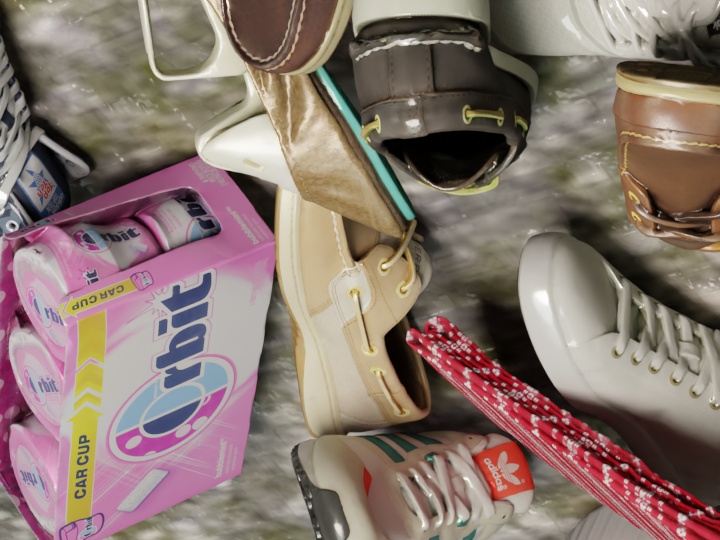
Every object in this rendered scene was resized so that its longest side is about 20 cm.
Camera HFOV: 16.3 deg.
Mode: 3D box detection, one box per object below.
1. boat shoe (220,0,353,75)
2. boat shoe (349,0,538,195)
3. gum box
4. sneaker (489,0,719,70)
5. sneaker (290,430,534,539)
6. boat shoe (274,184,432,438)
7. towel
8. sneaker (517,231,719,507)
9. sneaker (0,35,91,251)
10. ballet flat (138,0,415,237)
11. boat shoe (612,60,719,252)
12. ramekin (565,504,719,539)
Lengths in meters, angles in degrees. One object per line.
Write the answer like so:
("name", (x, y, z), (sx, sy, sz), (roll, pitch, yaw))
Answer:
("boat shoe", (-0.042, -0.166, 0.952), (0.072, 0.072, 0.201), (25, 123, 34))
("boat shoe", (0.033, -0.063, 1.028), (0.071, 0.061, 0.201), (-3, 169, 11))
("gum box", (-0.111, 0.041, 1.217), (0.066, 0.113, 0.201), (51, 149, 29))
("sneaker", (0.130, -0.113, 0.989), (0.199, 0.081, 0.075), (-8, 134, 31))
("sneaker", (0.032, 0.103, 1.217), (0.093, 0.071, 0.200), (-20, 171, 11))
("boat shoe", (0.000, 0.000, 1.179), (0.069, 0.074, 0.201), (-2, 137, 7))
("towel", (0.120, 0.097, 1.159), (0.200, 0.023, 0.145), (34, 174, 35))
("sneaker", (0.146, 0.040, 1.162), (0.084, 0.073, 0.200), (-15, 140, 30))
("sneaker", (-0.174, -0.071, 1.162), (0.108, 0.070, 0.200), (28, 146, -2))
("ballet flat", (-0.050, -0.090, 1.058), (0.072, 0.068, 0.201), (-28, 110, -1))
("boat shoe", (0.137, -0.041, 0.990), (0.072, 0.068, 0.200), (11, 179, 14))
("ramekin", (0.180, 0.192, 1.287), (0.201, 0.095, 0.203), (11, 142, 9))
